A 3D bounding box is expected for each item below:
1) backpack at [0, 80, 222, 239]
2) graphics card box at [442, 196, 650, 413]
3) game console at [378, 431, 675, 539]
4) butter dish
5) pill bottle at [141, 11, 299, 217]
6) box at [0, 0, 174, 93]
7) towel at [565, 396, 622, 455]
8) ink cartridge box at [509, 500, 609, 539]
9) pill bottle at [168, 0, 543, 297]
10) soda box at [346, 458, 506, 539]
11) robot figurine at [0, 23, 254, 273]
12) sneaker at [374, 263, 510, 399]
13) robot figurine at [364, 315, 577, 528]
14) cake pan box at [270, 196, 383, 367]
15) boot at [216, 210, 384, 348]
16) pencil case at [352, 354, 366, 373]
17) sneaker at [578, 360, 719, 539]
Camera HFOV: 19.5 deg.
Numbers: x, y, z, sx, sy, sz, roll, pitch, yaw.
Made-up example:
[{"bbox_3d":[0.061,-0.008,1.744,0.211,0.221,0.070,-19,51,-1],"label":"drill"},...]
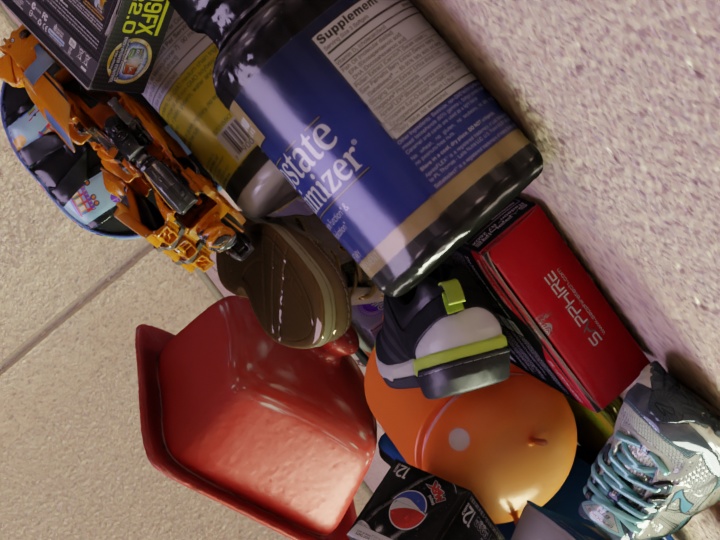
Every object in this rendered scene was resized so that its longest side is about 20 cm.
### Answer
[{"bbox_3d":[-0.154,-0.123,1.508,0.183,0.200,0.135,50,173,-7],"label":"backpack"},{"bbox_3d":[0.088,0.006,1.281,0.126,0.051,0.200,52,172,-18],"label":"graphics card box"},{"bbox_3d":[0.135,0.180,1.556,0.200,0.170,0.119,35,140,47],"label":"game console"},{"bbox_3d":[-0.056,0.092,1.579,0.199,0.148,0.200,29,-157,-23],"label":"butter dish"},{"bbox_3d":[-0.093,-0.144,1.377,0.200,0.114,0.114,50,173,7],"label":"pill bottle"},{"bbox_3d":[-0.176,-0.228,1.315,0.044,0.161,0.200,1,-148,-43],"label":"box"},{"bbox_3d":[0.161,0.105,1.475,0.086,0.018,0.200,51,173,-4],"label":"towel"},{"bbox_3d":[0.184,0.261,1.327,0.199,0.148,0.145,22,-179,-15],"label":"ink cartridge box"},{"bbox_3d":[-0.006,-0.095,1.103,0.200,0.112,0.112,49,173,3],"label":"pill bottle"},{"bbox_3d":[0.069,0.211,1.411,0.071,0.063,0.200,19,155,38],"label":"soda box"},{"bbox_3d":[-0.149,-0.074,1.350,0.200,0.058,0.145,48,-177,28],"label":"robot figurine"},{"bbox_3d":[0.048,0.024,1.254,0.200,0.071,0.083,-178,72,-79],"label":"sneaker"},{"bbox_3d":[0.076,0.094,1.448,0.117,0.144,0.200,46,-176,-39],"label":"robot figurine"},{"bbox_3d":[0.004,0.030,1.650,0.184,0.052,0.200,49,173,35],"label":"cake pan box"},{"bbox_3d":[0.000,0.000,1.399,0.200,0.154,0.072,-146,57,-66],"label":"boot"},{"bbox_3d":[0.010,0.049,1.876,0.089,0.078,0.200,13,146,53],"label":"pencil case"},{"bbox_3d":[0.171,0.122,1.221,0.078,0.086,0.200,46,172,22],"label":"sneaker"}]
